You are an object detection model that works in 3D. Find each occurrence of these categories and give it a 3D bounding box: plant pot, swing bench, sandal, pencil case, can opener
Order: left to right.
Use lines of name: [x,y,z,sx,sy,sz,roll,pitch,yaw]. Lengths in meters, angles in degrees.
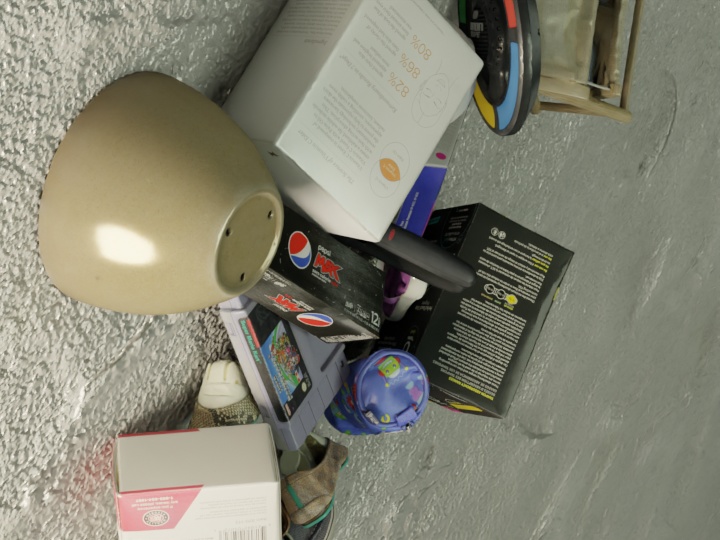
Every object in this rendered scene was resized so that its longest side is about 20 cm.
plant pot: [-0.142,-0.046,1.347,0.200,0.134,0.200,-41,142,-42]
pencil case: [0.015,0.131,1.725,0.078,0.087,0.200,-22,178,-14]
can opener: [0.021,-0.032,1.598,0.079,0.200,0.063,-63,-176,-10]
sandal: [0.037,0.001,1.759,0.203,0.050,0.083,129,-27,-74]
swing bench: [0.217,-0.276,1.786,0.200,0.130,0.199,12,86,-63]

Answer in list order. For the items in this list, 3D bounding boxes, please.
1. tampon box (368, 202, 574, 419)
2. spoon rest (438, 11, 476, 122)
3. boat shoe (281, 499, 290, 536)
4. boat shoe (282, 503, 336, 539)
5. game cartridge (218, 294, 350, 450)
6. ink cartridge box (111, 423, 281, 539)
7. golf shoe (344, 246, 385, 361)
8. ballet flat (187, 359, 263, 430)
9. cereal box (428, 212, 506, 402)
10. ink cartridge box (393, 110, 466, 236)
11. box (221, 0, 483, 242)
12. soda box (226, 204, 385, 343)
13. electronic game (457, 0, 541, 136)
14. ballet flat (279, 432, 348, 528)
tampon box: [0.117,0.046,1.826,0.200,0.126,0.150,-66,-164,-8]
spoon rest: [0.075,-0.237,1.611,0.099,0.061,0.200,102,-15,-71]
boat shoe: [-0.127,0.229,1.653,0.076,0.072,0.200,-66,153,-3]
boat shoe: [-0.095,0.298,1.757,0.200,0.075,0.093,-54,159,-24]
game cartridge: [-0.072,0.057,1.580,0.130,0.038,0.200,-59,138,-48]
ink cartridge box: [-0.149,0.245,1.537,0.083,0.146,0.200,-104,-168,-52]
golf shoe: [0.000,0.000,1.712,0.088,0.077,0.200,-47,152,-55]
ballet flat: [-0.110,0.103,1.605,0.200,0.068,0.075,-42,129,-49]
cereal box: [0.118,0.041,1.994,0.200,0.039,0.144,-52,149,-28]
ink cartridge box: [0.071,-0.105,1.709,0.200,0.037,0.095,-65,176,-50]
box: [-0.012,-0.153,1.478,0.152,0.106,0.200,42,71,-36]
soda box: [-0.058,0.000,1.513,0.200,0.063,0.071,34,55,-48]
electronic game: [0.128,-0.228,1.597,0.042,0.200,0.200,-8,128,-11]
ballet flat: [-0.053,0.205,1.757,0.068,0.067,0.200,-38,-173,7]
